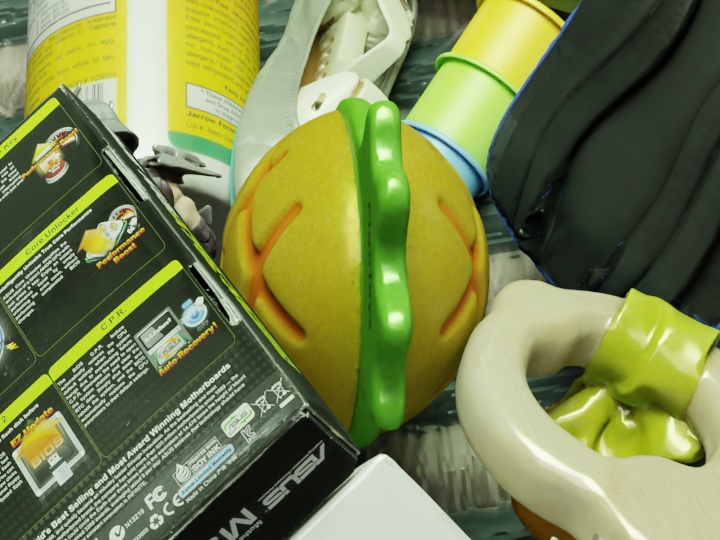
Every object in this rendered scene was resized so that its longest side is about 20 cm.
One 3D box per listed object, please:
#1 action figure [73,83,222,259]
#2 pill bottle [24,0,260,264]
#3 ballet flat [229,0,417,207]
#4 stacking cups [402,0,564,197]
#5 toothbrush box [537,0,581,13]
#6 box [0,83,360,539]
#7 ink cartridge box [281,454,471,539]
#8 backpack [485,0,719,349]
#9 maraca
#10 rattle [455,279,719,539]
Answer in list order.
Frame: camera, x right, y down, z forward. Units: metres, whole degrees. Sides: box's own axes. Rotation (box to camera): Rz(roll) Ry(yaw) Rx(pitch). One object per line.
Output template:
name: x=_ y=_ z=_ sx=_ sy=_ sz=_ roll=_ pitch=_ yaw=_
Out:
action figure: x=-0.102 y=0.022 z=0.796 sx=0.069 sy=0.129 sz=0.202 roll=-18 pitch=79 yaw=49
pill bottle: x=-0.103 y=-0.101 z=0.936 sx=0.112 sy=0.113 sz=0.202 roll=-8 pitch=61 yaw=7
ballet flat: x=-0.012 y=-0.082 z=0.902 sx=0.063 sy=0.067 sz=0.201 roll=-25 pitch=32 yaw=30
stacking cups: x=0.031 y=-0.035 z=0.912 sx=0.060 sy=0.061 sz=0.201 roll=26 pitch=74 yaw=22
toothbrush box: x=0.084 y=-0.215 z=0.946 sx=0.198 sy=0.086 sz=0.147 roll=18 pitch=64 yaw=-3
box: x=-0.125 y=0.062 z=0.672 sx=0.200 sy=0.048 sz=0.193 roll=-43 pitch=48 yaw=1
ink cartridge box: x=-0.008 y=0.174 z=0.702 sx=0.147 sy=0.200 sz=0.146 roll=-43 pitch=88 yaw=-13
backpack: x=0.169 y=-0.056 z=0.835 sx=0.200 sy=0.167 sz=0.163 roll=-52 pitch=56 yaw=19
maraca: x=0.000 y=0.000 z=0.760 sx=0.106 sy=0.200 sz=0.139 roll=-4 pitch=89 yaw=-7
rattle: x=0.081 y=0.106 z=0.723 sx=0.129 sy=0.143 sz=0.201 roll=24 pitch=33 yaw=-22
